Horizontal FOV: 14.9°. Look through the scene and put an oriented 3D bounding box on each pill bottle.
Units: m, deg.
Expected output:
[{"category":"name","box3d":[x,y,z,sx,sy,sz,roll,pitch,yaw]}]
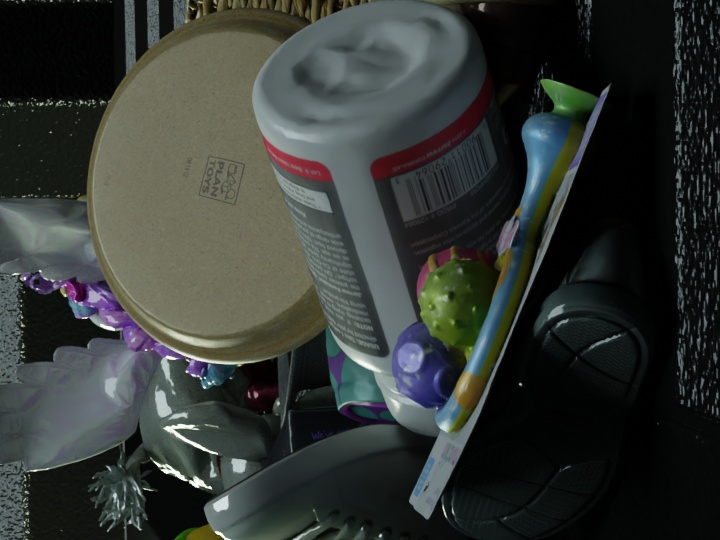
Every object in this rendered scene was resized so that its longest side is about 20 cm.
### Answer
[{"category":"pill bottle","box3d":[0.027,-0.019,1.310,0.111,0.110,0.200,-106,-2,-54]}]

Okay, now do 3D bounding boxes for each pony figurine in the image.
[{"category":"pony figurine","box3d":[-0.135,0.013,1.598,0.200,0.193,0.167,-89,-8,-67]}]

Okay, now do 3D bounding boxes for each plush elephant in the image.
[{"category":"plush elephant","box3d":[-0.061,0.096,1.709,0.155,0.200,0.165,18,153,40]}]

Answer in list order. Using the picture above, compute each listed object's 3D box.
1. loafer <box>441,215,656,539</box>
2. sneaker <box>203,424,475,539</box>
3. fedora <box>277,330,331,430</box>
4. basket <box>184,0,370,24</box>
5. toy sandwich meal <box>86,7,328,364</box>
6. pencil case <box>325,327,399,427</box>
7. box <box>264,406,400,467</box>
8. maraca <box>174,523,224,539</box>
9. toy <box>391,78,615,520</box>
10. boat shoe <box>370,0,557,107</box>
[{"category":"loafer","box3d":[0.090,0.053,1.234,0.200,0.072,0.063,115,172,-52]},{"category":"sneaker","box3d":[0.012,0.125,1.366,0.073,0.200,0.085,-35,70,40]},{"category":"fedora","box3d":[0.000,0.000,1.599,0.200,0.090,0.177,-97,12,-59]},{"category":"basket","box3d":[-0.019,-0.186,1.753,0.143,0.149,0.200,-56,-20,-45]},{"category":"toy sandwich meal","box3d":[-0.050,-0.047,1.439,0.070,0.205,0.206,9,-104,-61]},{"category":"pencil case","box3d":[0.024,-0.013,1.482,0.085,0.092,0.200,-17,71,42]},{"category":"box","box3d":[0.008,0.187,1.542,0.122,0.106,0.200,114,153,-67]},{"category":"maraca","box3d":[-0.076,0.220,1.762,0.137,0.107,0.200,45,-167,15]},{"category":"toy","box3d":[0.050,0.007,1.214,0.200,0.047,0.115,-64,1,-2]},{"category":"boat shoe","box3d":[0.051,-0.111,1.374,0.200,0.072,0.072,-179,88,-73]}]
